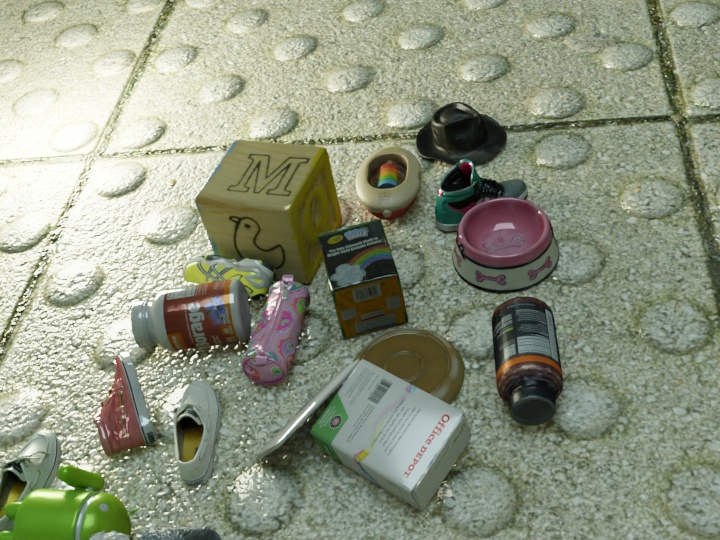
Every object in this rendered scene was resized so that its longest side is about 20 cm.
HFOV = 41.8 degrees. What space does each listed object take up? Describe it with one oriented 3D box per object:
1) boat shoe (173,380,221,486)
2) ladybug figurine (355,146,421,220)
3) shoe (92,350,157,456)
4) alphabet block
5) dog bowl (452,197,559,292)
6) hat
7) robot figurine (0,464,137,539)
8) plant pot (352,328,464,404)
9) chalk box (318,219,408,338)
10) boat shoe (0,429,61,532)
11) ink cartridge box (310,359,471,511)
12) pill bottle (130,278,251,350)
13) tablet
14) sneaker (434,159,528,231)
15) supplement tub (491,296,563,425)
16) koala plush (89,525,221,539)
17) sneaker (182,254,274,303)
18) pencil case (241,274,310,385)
[{"bbox_3d":[-0.272,0.249,1.537,0.070,0.070,0.201,-7,43,5],"label":"boat shoe"},{"bbox_3d":[0.059,-0.169,1.899,0.134,0.072,0.201,-1,44,11],"label":"ladybug figurine"},{"bbox_3d":[-0.413,0.222,1.596,0.090,0.072,0.201,-18,47,-14],"label":"shoe"},{"bbox_3d":[-0.169,-0.117,1.811,0.198,0.197,0.197,7,48,21],"label":"alphabet block"},{"bbox_3d":[0.264,-0.055,1.731,0.198,0.074,0.201,-6,44,6],"label":"dog bowl"},{"bbox_3d":[0.212,-0.308,2.003,0.198,0.081,0.202,-6,42,6],"label":"hat"},{"bbox_3d":[-0.431,0.385,1.397,0.197,0.116,0.177,1,61,11],"label":"robot figurine"},{"bbox_3d":[0.074,0.166,1.577,0.197,0.028,0.201,-6,43,6],"label":"plant pot"},{"bbox_3d":[0.000,0.000,1.699,0.123,0.125,0.201,-14,42,-1],"label":"chalk box"},{"bbox_3d":[-0.546,0.326,1.508,0.074,0.087,0.203,1,45,14],"label":"boat shoe"},{"bbox_3d":[0.048,0.249,1.436,0.199,0.084,0.145,25,66,32],"label":"ink cartridge box"},{"bbox_3d":[-0.303,0.084,1.688,0.197,0.113,0.113,-9,43,5],"label":"pill bottle"},{"bbox_3d":[-0.084,0.221,1.498,0.014,0.130,0.200,47,61,1],"label":"tablet"},{"bbox_3d":[0.230,-0.163,1.817,0.198,0.122,0.084,-22,43,-11],"label":"sneaker"},{"bbox_3d":[0.264,0.145,1.497,0.106,0.108,0.201,-4,44,8],"label":"supplement tub"},{"bbox_3d":[-0.286,0.435,1.285,0.198,0.184,0.180,-11,83,16],"label":"koala plush"},{"bbox_3d":[-0.258,0.018,1.776,0.198,0.075,0.077,1,70,30],"label":"sneaker"},{"bbox_3d":[-0.145,0.103,1.652,0.086,0.088,0.201,2,46,15],"label":"pencil case"}]
